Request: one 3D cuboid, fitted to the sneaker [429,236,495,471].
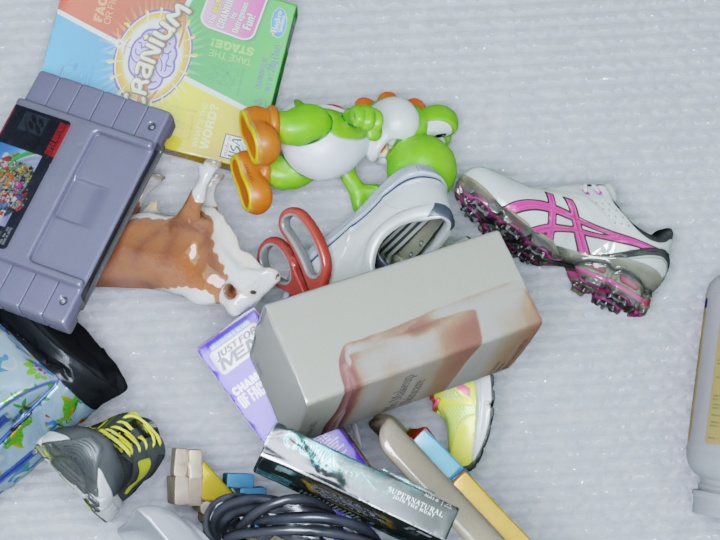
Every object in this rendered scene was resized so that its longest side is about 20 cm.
[{"bbox_3d":[0.065,0.074,1.192,0.090,0.078,0.200,-5,74,-2],"label":"sneaker"}]

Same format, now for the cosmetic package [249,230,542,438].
[{"bbox_3d":[0.026,0.052,1.082,0.200,0.103,0.087,-18,70,-18],"label":"cosmetic package"}]

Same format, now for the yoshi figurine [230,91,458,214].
[{"bbox_3d":[0.000,-0.093,1.174,0.200,0.112,0.112,-10,99,-23],"label":"yoshi figurine"}]

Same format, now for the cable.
[{"bbox_3d":[-0.032,0.225,1.084,0.200,0.163,0.051,30,65,-12],"label":"cable"}]

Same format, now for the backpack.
[{"bbox_3d":[-0.321,0.109,1.144,0.200,0.154,0.163,-48,67,9],"label":"backpack"}]

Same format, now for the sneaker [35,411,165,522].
[{"bbox_3d":[-0.201,0.142,1.118,0.074,0.200,0.085,44,75,5],"label":"sneaker"}]

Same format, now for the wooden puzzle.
[{"bbox_3d":[0.082,0.182,1.117,0.037,0.200,0.185,-43,88,-2],"label":"wooden puzzle"}]

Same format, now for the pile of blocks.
[{"bbox_3d":[-0.092,0.223,1.182,0.082,0.062,0.200,-36,95,-17],"label":"pile of blocks"}]

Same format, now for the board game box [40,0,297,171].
[{"bbox_3d":[-0.169,-0.179,1.218,0.200,0.040,0.153,13,85,-1],"label":"board game box"}]

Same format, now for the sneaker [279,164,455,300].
[{"bbox_3d":[0.000,0.000,1.158,0.073,0.071,0.200,26,117,-28],"label":"sneaker"}]

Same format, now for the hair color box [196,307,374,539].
[{"bbox_3d":[-0.052,0.129,1.163,0.065,0.109,0.200,-37,88,-4],"label":"hair color box"}]

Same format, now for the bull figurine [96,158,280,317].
[{"bbox_3d":[-0.157,-0.027,1.165,0.200,0.065,0.122,4,78,25],"label":"bull figurine"}]

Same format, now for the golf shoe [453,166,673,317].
[{"bbox_3d":[0.175,-0.042,1.207,0.200,0.073,0.092,30,79,-9],"label":"golf shoe"}]

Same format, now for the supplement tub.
[{"bbox_3d":[0.348,0.110,1.160,0.145,0.145,0.200,8,85,-1],"label":"supplement tub"}]

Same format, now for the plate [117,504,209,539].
[{"bbox_3d":[-0.111,0.264,1.111,0.032,0.200,0.200,-41,88,-21],"label":"plate"}]

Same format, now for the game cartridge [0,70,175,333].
[{"bbox_3d":[-0.249,-0.060,1.134,0.130,0.038,0.200,20,70,8],"label":"game cartridge"}]

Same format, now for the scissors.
[{"bbox_3d":[-0.027,0.044,1.141,0.073,0.014,0.200,-39,72,34],"label":"scissors"}]

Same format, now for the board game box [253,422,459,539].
[{"bbox_3d":[-0.010,0.155,1.007,0.135,0.200,0.028,25,78,-1],"label":"board game box"}]
